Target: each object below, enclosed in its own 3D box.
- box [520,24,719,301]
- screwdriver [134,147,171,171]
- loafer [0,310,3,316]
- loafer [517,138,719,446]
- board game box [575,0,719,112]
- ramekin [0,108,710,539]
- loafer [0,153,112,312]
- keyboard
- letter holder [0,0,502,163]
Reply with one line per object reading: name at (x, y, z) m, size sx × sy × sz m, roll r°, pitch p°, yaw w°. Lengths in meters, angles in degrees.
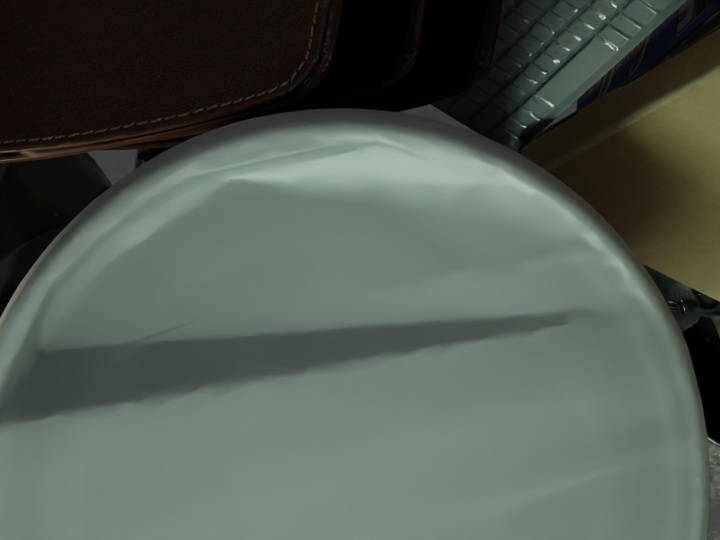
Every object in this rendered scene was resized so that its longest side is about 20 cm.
box at (0.159, -0.024, 0.636) m, size 0.163 × 0.021 × 0.200 m, roll 26°, pitch 153°, yaw -20°
screwdriver at (-0.058, -0.052, 0.863) m, size 0.029 × 0.028 × 0.200 m, roll -20°, pitch 174°, yaw -17°
loafer at (-0.188, 0.048, 0.921) m, size 0.199 × 0.073 × 0.073 m, roll 13°, pitch -160°, yaw 30°
loafer at (0.115, 0.013, 0.901) m, size 0.071 × 0.063 × 0.200 m, roll 7°, pitch 165°, yaw 35°
board game box at (0.188, -0.052, 0.796) m, size 0.199 × 0.035 × 0.135 m, roll 18°, pitch 154°, yaw -16°
ramekin at (-0.009, 0.052, 0.666) m, size 0.201 × 0.204 × 0.094 m, roll 14°, pitch -170°, yaw -8°
loafer at (-0.139, -0.012, 0.987) m, size 0.073 × 0.072 × 0.200 m, roll -12°, pitch 172°, yaw -28°
keyboard at (0.069, -0.090, 0.774) m, size 0.056 × 0.011 × 0.200 m, roll 35°, pitch 151°, yaw -7°
letter holder at (-0.068, -0.075, 0.718) m, size 0.199 × 0.143 × 0.101 m, roll -4°, pitch 152°, yaw 27°
